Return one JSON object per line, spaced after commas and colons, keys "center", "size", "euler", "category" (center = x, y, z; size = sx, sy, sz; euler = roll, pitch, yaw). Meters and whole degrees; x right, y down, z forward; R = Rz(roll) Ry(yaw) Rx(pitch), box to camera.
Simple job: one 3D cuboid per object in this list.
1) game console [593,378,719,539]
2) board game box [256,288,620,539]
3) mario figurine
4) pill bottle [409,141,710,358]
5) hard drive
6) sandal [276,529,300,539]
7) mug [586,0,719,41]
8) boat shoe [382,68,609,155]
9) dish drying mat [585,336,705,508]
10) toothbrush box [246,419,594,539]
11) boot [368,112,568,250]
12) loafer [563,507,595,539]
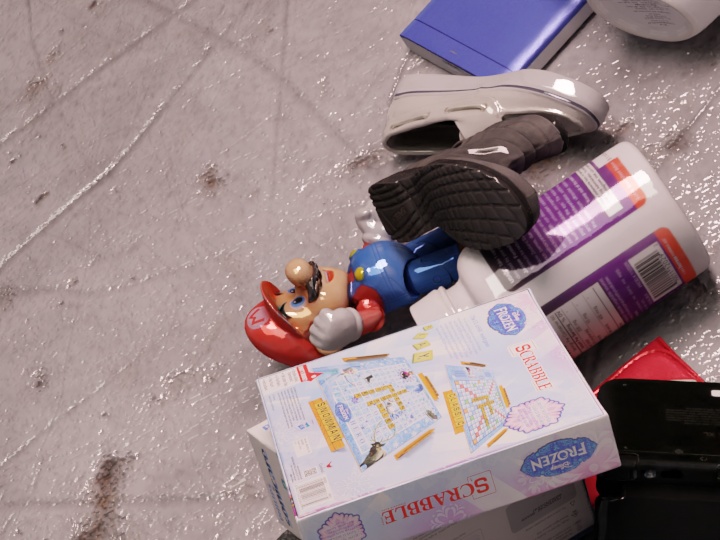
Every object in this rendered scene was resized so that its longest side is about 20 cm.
{"center": [0.250, 0.161, 1.382], "size": [0.200, 0.116, 0.176], "euler": [3, 26, 5], "category": "game console"}
{"center": [0.044, 0.096, 1.373], "size": [0.199, 0.041, 0.200], "euler": [-18, 25, -2], "category": "board game box"}
{"center": [0.000, 0.000, 1.625], "size": [0.200, 0.123, 0.106], "euler": [-27, 82, 2], "category": "mario figurine"}
{"center": [0.140, 0.005, 1.543], "size": [0.200, 0.111, 0.111], "euler": [-34, 47, 4], "category": "pill bottle"}
{"center": [0.142, -0.239, 1.780], "size": [0.200, 0.025, 0.132], "euler": [-48, 47, -9], "category": "hard drive"}
{"center": [-0.068, 0.268, 1.514], "size": [0.075, 0.048, 0.200], "euler": [4, 61, 33], "category": "sandal"}
{"center": [0.223, -0.280, 1.677], "size": [0.200, 0.148, 0.175], "euler": [13, 75, 28], "category": "mug"}
{"center": [0.101, -0.116, 1.684], "size": [0.200, 0.072, 0.066], "euler": [7, 65, 35], "category": "boat shoe"}
{"center": [0.155, 0.131, 1.505], "size": [0.200, 0.018, 0.077], "euler": [-40, 48, -1], "category": "dish drying mat"}
{"center": [0.038, 0.139, 1.439], "size": [0.146, 0.085, 0.200], "euler": [-28, 28, -22], "category": "toothbrush box"}
{"center": [0.101, -0.076, 1.547], "size": [0.132, 0.070, 0.200], "euler": [-30, 18, -23], "category": "boot"}
{"center": [0.096, 0.220, 1.414], "size": [0.200, 0.063, 0.072], "euler": [-20, 25, -2], "category": "loafer"}
